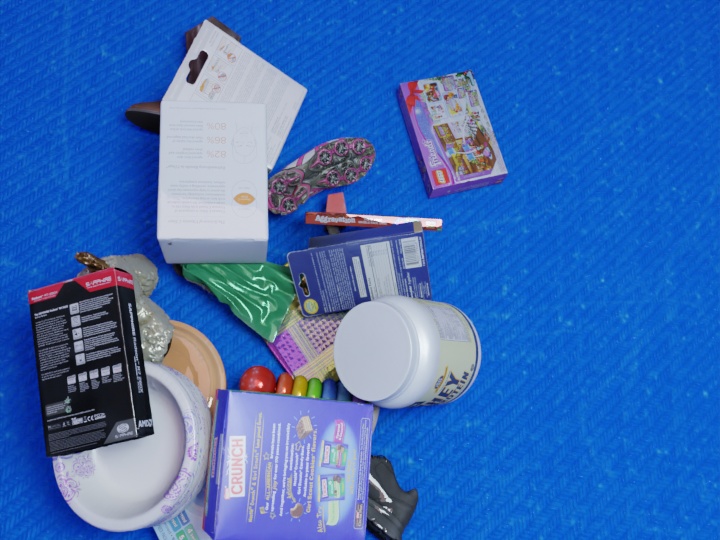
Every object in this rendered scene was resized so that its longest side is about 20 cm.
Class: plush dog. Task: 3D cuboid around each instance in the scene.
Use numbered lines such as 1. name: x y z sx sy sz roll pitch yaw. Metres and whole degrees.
1. plush dog: -0.372 0.066 1.031 0.171 0.160 0.202 -42 49 11

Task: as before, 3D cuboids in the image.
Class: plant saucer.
1. plant saucer: -0.290 0.169 1.069 0.194 0.032 0.206 2 71 -5

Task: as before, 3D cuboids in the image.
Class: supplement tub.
1. supplement tub: 0.066 0.111 1.021 0.142 0.198 0.150 -4 82 33

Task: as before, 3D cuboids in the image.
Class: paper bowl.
1. paper bowl: -0.280 0.222 0.954 0.195 0.104 0.207 -3 76 12

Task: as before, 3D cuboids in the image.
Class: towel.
1. towel: -0.081 0.077 1.130 0.142 0.023 0.202 -33 78 -17

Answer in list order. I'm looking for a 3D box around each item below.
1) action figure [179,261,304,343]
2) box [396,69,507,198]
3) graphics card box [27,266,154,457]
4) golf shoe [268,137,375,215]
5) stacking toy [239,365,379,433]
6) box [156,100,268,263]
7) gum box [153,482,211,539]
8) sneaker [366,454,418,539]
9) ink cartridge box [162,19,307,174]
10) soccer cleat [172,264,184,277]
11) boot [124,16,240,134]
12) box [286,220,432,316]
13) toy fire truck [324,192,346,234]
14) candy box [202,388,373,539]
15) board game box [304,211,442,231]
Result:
1. action figure: -0.191 0.010 1.099 0.196 0.055 0.120 27 71 -1
2. box: 0.152 -0.231 1.256 0.133 0.039 0.205 -12 72 -11
3. graphics card box: -0.327 0.112 0.904 0.122 0.051 0.206 -14 78 8
4. golf shoe: -0.071 -0.158 1.176 0.196 0.092 0.074 -26 110 -10
5. stacking toy: -0.074 0.178 1.045 0.195 0.085 0.088 18 69 -9
6. box: -0.206 -0.122 1.056 0.148 0.107 0.206 0 74 -9
7. gum box: -0.183 0.314 1.021 0.197 0.045 0.172 -31 75 -14
8. sneaker: -0.004 0.287 1.044 0.199 0.076 0.091 42 64 -1
9. ink cartridge box: -0.199 -0.273 1.193 0.197 0.050 0.164 29 68 -18
10. soccer cleat: -0.250 -0.089 1.155 0.066 0.073 0.206 10 86 -16
11. boot: -0.288 -0.326 1.228 0.181 0.064 0.206 4 72 -19
12. box: 0.000 0.000 1.075 0.194 0.123 0.033 -9 36 5
13. toy fire truck: 0.018 -0.021 1.161 0.137 0.049 0.206 -5 72 -7
14. candy box: -0.089 0.243 0.930 0.195 0.077 0.174 11 77 -25
15. board game box: 0.015 -0.073 1.099 0.194 0.103 0.020 3 93 -5
